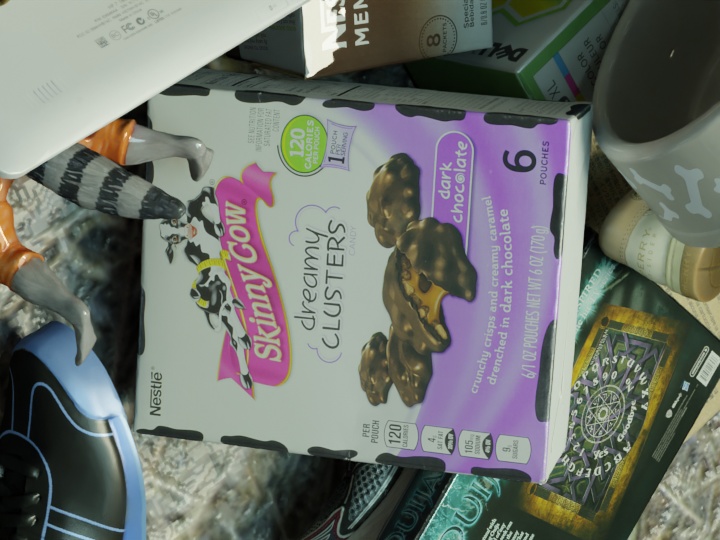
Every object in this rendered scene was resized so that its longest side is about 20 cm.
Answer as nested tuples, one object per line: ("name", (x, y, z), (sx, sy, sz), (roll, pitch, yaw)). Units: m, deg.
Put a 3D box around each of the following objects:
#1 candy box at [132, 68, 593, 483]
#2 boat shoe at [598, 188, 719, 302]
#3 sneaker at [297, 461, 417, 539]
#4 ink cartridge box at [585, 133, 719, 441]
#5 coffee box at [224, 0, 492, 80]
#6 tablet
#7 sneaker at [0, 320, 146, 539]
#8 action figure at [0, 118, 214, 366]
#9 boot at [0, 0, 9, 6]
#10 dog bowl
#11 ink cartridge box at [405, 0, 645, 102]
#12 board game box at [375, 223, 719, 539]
("candy box", (0.000, 0.000, 1.145), (0.072, 0.199, 0.169), (-37, 131, -73))
("boat shoe", (0.189, -0.053, 1.245), (0.200, 0.065, 0.072), (-41, 141, -43))
("sneaker", (0.018, 0.065, 1.252), (0.074, 0.081, 0.201), (30, 82, -7))
("ink cartridge box", (0.165, -0.036, 1.322), (0.165, 0.075, 0.201), (-41, 120, -22))
("coffee box", (-0.005, -0.200, 1.161), (0.114, 0.080, 0.201), (-11, 107, -32))
("tablet", (-0.122, -0.126, 1.059), (0.130, 0.014, 0.200), (45, 51, 11))
("sneaker", (-0.146, 0.127, 1.147), (0.078, 0.070, 0.201), (-22, 114, -36))
("action figure", (-0.153, -0.085, 1.062), (0.193, 0.105, 0.201), (34, 75, -7))
("boot", (-0.148, -0.238, 1.020), (0.175, 0.066, 0.200), (55, 48, -32))
("dog bowl", (0.182, -0.110, 1.121), (0.059, 0.200, 0.201), (34, 81, -19))
("ink cartridge box", (0.089, -0.114, 1.233), (0.200, 0.104, 0.059), (-45, 122, -17))
("board game box", (0.097, 0.092, 1.237), (0.135, 0.028, 0.201), (39, 79, -39))
